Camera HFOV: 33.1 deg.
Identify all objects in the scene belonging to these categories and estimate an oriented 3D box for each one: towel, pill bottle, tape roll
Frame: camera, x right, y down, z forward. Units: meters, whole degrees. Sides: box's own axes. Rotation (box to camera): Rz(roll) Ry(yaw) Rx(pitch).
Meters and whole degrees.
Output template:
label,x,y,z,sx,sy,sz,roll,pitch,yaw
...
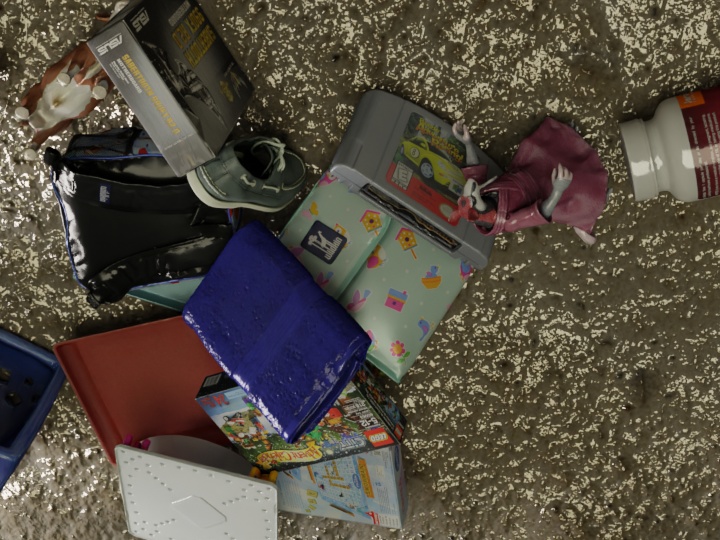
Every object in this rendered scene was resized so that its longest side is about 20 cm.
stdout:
label,x,y,z,sx,sy,sz,roll,pitch,yaw
towel,-0.087,0.062,1.270,0.200,0.049,0.148,46,109,23
pill bottle,0.378,-0.136,1.268,0.199,0.113,0.114,-13,114,11
tape roll,-0.204,0.281,1.521,0.201,0.037,0.204,11,138,10

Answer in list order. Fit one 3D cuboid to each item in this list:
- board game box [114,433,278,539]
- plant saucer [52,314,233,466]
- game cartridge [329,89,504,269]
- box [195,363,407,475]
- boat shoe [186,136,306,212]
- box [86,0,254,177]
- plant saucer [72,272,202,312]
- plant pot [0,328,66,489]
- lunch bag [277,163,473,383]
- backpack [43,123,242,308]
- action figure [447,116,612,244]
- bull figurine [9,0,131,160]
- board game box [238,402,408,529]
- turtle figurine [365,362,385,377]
label,x,y,z,sx,sy,sz,roll,pitch,yaw
board game box,-0.193,0.285,1.474,0.199,0.026,0.201,13,138,8
plant saucer,-0.249,0.141,1.495,0.198,0.037,0.201,-12,120,11
game cartridge,0.071,-0.104,1.302,0.199,0.134,0.041,32,140,-16
box,-0.067,0.155,1.350,0.199,0.038,0.137,-18,122,32
boat shoe,-0.103,-0.107,1.283,0.062,0.200,0.073,-35,80,27
box,-0.187,-0.206,1.236,0.048,0.200,0.159,-26,110,20
plant saucer,-0.241,0.006,1.448,0.199,0.019,0.070,18,117,-3
plant pot,-0.495,0.186,1.464,0.199,0.200,0.180,26,122,-8
lunch bag,0.000,0.000,1.341,0.200,0.122,0.171,35,87,-11
backpack,-0.225,-0.071,1.335,0.189,0.154,0.201,1,125,11
action figure,0.165,-0.083,1.287,0.134,0.199,0.150,42,144,32
bull figurine,-0.302,-0.204,1.299,0.065,0.122,0.200,42,118,-16
board game box,-0.048,0.226,1.467,0.198,0.041,0.201,6,134,14
turtle figurine,-0.058,0.136,1.469,0.199,0.065,0.162,-7,123,-1
